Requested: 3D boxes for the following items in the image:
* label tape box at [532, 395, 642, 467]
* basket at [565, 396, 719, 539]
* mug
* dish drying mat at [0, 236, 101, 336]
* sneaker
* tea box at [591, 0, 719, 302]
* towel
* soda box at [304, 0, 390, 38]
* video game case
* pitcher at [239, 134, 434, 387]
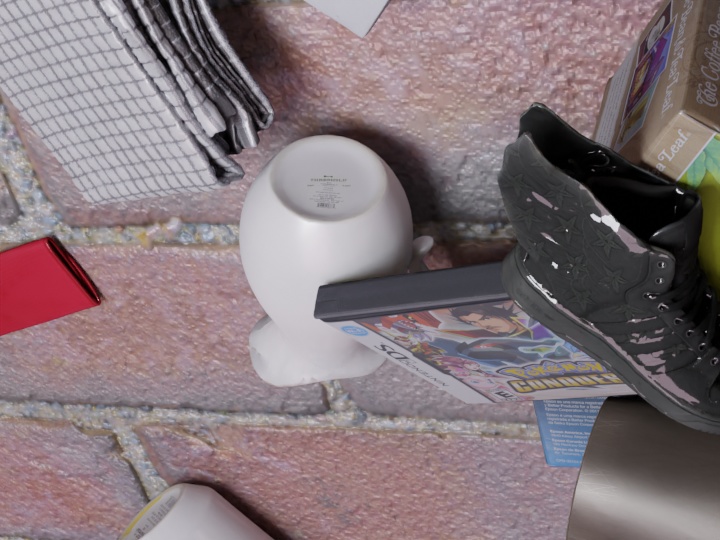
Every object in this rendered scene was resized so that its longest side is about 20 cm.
[{"bbox_3d":[0.192,0.054,0.985,0.143,0.063,0.201,0,129,21],"label":"label tape box"},{"bbox_3d":[0.249,0.163,0.921,0.199,0.136,0.181,15,90,18],"label":"basket"},{"bbox_3d":[-0.156,0.287,1.262,0.186,0.150,0.153,-32,105,30],"label":"mug"},{"bbox_3d":[-0.317,0.023,1.176,0.199,0.018,0.077,-17,122,30],"label":"dish drying mat"},{"bbox_3d":[0.147,0.004,0.689,0.199,0.060,0.104,31,138,-1],"label":"sneaker"},{"bbox_3d":[0.240,-0.056,0.781,0.196,0.200,0.134,29,134,-4],"label":"tea box"},{"bbox_3d":[-0.161,-0.144,0.906,0.165,0.086,0.200,-4,128,47],"label":"towel"},{"bbox_3d":[-0.058,-0.231,0.834,0.199,0.064,0.068,32,132,-7],"label":"soda box"},{"bbox_3d":[0.101,0.044,0.891,0.199,0.026,0.180,-8,152,39],"label":"video game case"},{"bbox_3d":[0.000,0.000,0.987,0.170,0.122,0.200,-1,142,-2],"label":"pitcher"}]
